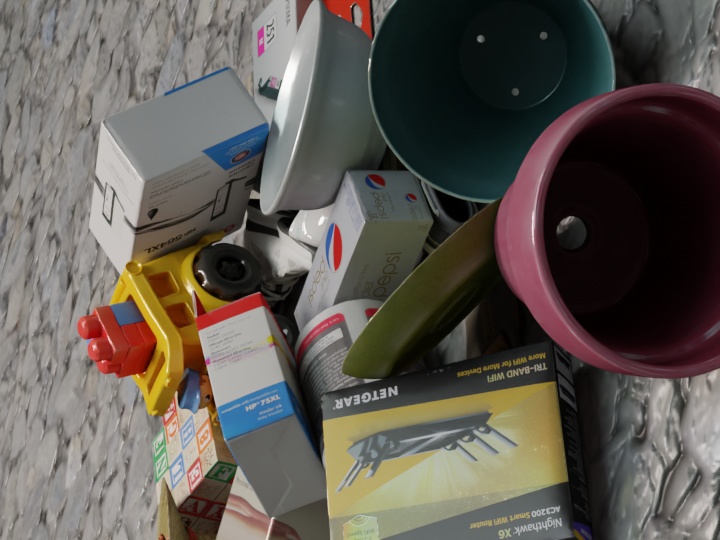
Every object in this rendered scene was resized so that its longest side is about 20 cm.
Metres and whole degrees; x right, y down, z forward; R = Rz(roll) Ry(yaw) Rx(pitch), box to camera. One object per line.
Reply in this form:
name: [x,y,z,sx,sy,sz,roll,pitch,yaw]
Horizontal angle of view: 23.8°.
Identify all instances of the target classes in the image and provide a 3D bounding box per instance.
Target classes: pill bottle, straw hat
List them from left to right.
straw hat: [-0.152,0.296,1.667,0.201,0.085,0.202,-179,90,-80]
pill bottle: [0.014,0.128,1.471,0.111,0.110,0.200,-53,34,28]

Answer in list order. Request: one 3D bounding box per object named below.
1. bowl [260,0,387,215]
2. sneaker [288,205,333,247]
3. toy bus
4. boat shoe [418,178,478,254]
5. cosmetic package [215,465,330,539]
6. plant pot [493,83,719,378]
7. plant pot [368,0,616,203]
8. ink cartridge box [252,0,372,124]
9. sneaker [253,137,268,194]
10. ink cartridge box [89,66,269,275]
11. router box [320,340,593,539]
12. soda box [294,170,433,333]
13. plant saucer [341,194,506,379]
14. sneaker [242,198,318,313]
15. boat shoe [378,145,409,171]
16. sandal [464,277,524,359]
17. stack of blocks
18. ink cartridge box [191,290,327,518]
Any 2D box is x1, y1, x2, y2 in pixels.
bowl: [-0.023,-0.138,1.551,0.201,0.090,0.202,-166,90,-78]
sneaker: [-0.020,-0.116,1.659,0.088,0.075,0.200,3,63,29]
toy bus: [-0.176,0.079,1.685,0.200,0.192,0.136,57,140,25]
boat shoe: [0.078,-0.114,1.529,0.063,0.072,0.201,123,146,-66]
cosmetic package: [-0.086,0.292,1.567,0.103,0.087,0.201,8,80,60]
plant pot: [0.184,-0.026,1.222,0.179,0.199,0.201,179,108,-75]
plant pot: [0.118,-0.170,1.423,0.200,0.200,0.135,-58,-3,21]
ink cartridge box: [-0.054,-0.239,1.858,0.174,0.043,0.200,-42,41,42]
sneaker: [-0.079,-0.125,1.760,0.200,0.115,0.075,-31,49,49]
ink cartridge box: [-0.182,-0.091,1.689,0.084,0.146,0.200,54,154,18]
router box: [0.072,0.154,1.321,0.199,0.052,0.158,-15,63,21]
soda box: [0.000,0.000,1.546,0.200,0.068,0.064,112,148,-45]
plant saucer: [0.066,0.021,1.358,0.031,0.200,0.200,44,120,12]
sneaker: [-0.069,0.003,1.738,0.200,0.075,0.116,32,114,61]
boat shoe: [0.037,-0.111,1.606,0.065,0.073,0.201,-29,50,42]
sandal: [0.107,0.080,1.402,0.082,0.054,0.200,-43,40,39]
stack of blocks: [-0.168,0.164,1.800,0.115,0.058,0.200,-51,36,32]
ink cartridge box: [-0.089,0.105,1.522,0.067,0.116,0.200,-22,42,2]
